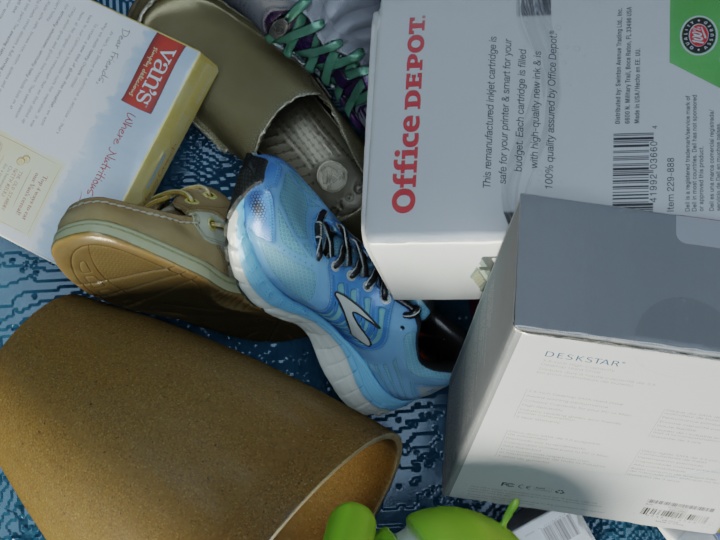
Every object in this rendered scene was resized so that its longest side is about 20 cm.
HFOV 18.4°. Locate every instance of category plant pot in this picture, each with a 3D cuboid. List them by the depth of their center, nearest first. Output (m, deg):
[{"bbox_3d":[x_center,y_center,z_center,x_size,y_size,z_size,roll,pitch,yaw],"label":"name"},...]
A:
[{"bbox_3d":[-0.111,0.107,1.230,0.200,0.186,0.187,37,87,15],"label":"plant pot"}]

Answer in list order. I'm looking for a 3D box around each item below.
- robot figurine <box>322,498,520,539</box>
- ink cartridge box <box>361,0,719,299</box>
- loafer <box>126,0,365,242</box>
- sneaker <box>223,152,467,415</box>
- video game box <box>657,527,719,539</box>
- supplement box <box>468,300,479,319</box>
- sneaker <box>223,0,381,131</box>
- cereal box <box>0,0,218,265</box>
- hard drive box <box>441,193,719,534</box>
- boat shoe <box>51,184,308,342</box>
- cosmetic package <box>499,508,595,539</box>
[{"bbox_3d":[0.016,0.202,1.165,0.200,0.116,0.176,-33,117,-4],"label":"robot figurine"},{"bbox_3d":[0.107,-0.066,1.154,0.199,0.084,0.146,-1,67,12],"label":"ink cartridge box"},{"bbox_3d":[-0.053,-0.095,1.282,0.200,0.067,0.076,40,87,1],"label":"loafer"},{"bbox_3d":[0.000,0.000,1.226,0.090,0.200,0.079,-12,48,31],"label":"sneaker"},{"bbox_3d":[0.284,0.134,1.184,0.182,0.047,0.200,-47,53,0],"label":"video game box"},{"bbox_3d":[0.160,-0.009,1.261,0.199,0.110,0.086,-11,87,-2],"label":"supplement box"},{"bbox_3d":[-0.006,-0.126,1.244,0.200,0.074,0.088,23,54,-20],"label":"sneaker"},{"bbox_3d":[-0.199,-0.096,1.268,0.200,0.040,0.144,27,87,17],"label":"cereal box"},{"bbox_3d":[0.135,0.053,1.126,0.155,0.200,0.077,8,61,-5],"label":"hard drive box"},{"bbox_3d":[-0.095,-0.012,1.234,0.074,0.200,0.067,-11,69,32],"label":"boat shoe"},{"bbox_3d":[0.042,0.196,1.265,0.200,0.083,0.051,-29,90,-2],"label":"cosmetic package"}]
